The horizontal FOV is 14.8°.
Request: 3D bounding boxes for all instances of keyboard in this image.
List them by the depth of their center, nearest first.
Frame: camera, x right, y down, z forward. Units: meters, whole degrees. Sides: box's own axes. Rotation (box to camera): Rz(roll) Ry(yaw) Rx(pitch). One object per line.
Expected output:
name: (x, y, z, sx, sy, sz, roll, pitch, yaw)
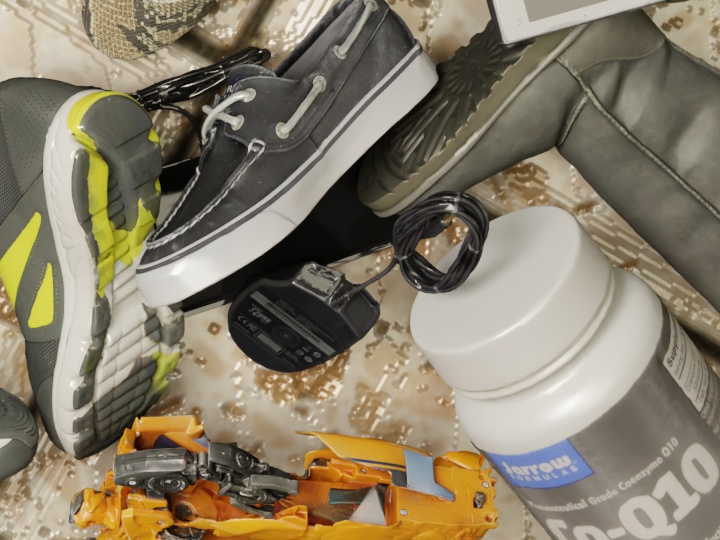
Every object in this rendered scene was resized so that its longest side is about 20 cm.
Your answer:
keyboard: (-0.072, -0.047, 1.355, 0.199, 0.021, 0.128, -18, 107, -5)

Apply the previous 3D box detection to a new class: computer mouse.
computer mouse: (0.000, 0.000, 1.303, 0.059, 0.200, 0.034, 40, 53, -17)

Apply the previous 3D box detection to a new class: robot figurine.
robot figurine: (-0.042, 0.119, 1.339, 0.199, 0.145, 0.058, 9, 55, -15)

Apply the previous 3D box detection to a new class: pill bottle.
pill bottle: (0.116, 0.070, 1.327, 0.114, 0.114, 0.200, -40, 118, 0)

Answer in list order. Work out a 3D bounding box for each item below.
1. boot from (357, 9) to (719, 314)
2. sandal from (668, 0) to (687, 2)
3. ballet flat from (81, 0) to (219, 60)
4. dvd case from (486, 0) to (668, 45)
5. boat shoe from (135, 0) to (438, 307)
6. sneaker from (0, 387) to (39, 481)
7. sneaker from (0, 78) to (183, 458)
boot: (0.123, -0.041, 1.354, 0.182, 0.073, 0.200, -41, 121, 15)
sandal: (0.089, -0.173, 1.338, 0.199, 0.054, 0.081, 11, 98, -9)
ballet flat: (-0.062, -0.183, 1.304, 0.200, 0.075, 0.068, -44, 86, 2)
dvd case: (0.140, -0.201, 1.266, 0.199, 0.025, 0.151, -16, 98, -4)
boat shoe: (-0.043, -0.062, 1.275, 0.200, 0.072, 0.068, -44, 109, -30)
sneaker: (-0.233, 0.119, 1.329, 0.199, 0.075, 0.085, -22, 115, 18)
sneaker: (-0.137, -0.006, 1.307, 0.074, 0.084, 0.201, -28, 133, -41)
